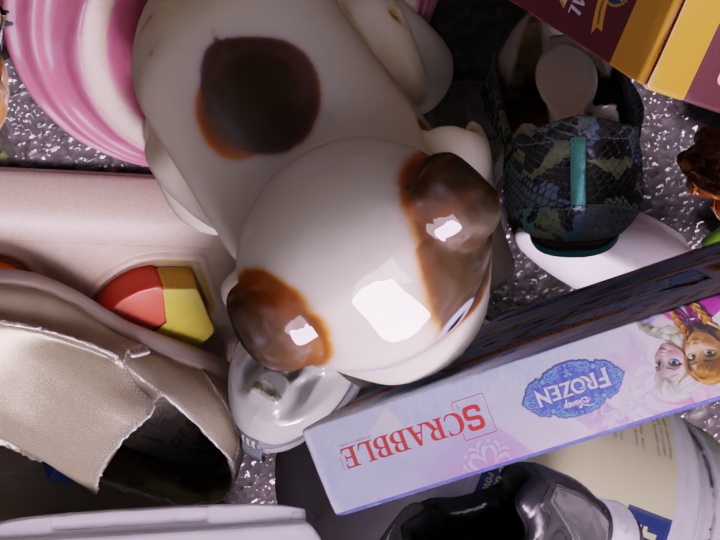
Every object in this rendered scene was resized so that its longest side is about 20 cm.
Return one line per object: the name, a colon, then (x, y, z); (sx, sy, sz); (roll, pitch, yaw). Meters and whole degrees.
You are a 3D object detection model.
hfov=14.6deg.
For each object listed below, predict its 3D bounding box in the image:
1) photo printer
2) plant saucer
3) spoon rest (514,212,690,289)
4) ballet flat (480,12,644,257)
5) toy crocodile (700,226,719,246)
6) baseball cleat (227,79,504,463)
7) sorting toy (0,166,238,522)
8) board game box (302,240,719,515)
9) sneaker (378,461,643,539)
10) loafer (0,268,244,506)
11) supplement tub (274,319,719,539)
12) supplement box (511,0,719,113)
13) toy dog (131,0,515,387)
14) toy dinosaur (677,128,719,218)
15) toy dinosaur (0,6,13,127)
photo printer: (-0.112, 0.158, 1.335); (0.166, 0.070, 0.200); (-2, 168, -12)
plant saucer: (-0.053, -0.119, 1.204); (0.200, 0.051, 0.201); (-11, 131, -13)
spoon rest: (0.165, 0.019, 1.338); (0.099, 0.200, 0.061); (62, 48, -72)
ballet flat: (0.089, -0.076, 1.195); (0.074, 0.200, 0.074); (-2, 115, -4)
toy crocodile: (0.240, 0.029, 1.448); (0.067, 0.062, 0.200); (-41, 126, 13)
baseball cleat: (0.000, 0.000, 1.299); (0.200, 0.070, 0.106); (-50, 171, -18)
sorting toy: (-0.145, 0.044, 1.309); (0.185, 0.036, 0.200); (2, 126, -24)
board game box: (0.107, 0.031, 1.150); (0.200, 0.041, 0.199); (-19, -177, 31)
sneaker: (0.024, 0.148, 1.253); (0.200, 0.067, 0.090); (-36, 131, 11)
loafer: (-0.126, 0.056, 1.258); (0.200, 0.068, 0.076); (16, 122, -35)
supplement tub: (0.074, 0.106, 1.377); (0.200, 0.145, 0.145); (22, 117, -34)
supplement box: (0.156, -0.145, 1.143); (0.200, 0.197, 0.133); (15, 106, -38)
toy dog: (-0.009, -0.039, 1.118); (0.139, 0.200, 0.194); (-27, 133, -1)
toy dinosaur: (0.206, -0.038, 1.299); (0.200, 0.136, 0.102); (-31, 124, -47)
toy dinosaur: (-0.182, -0.084, 1.121); (0.102, 0.136, 0.200); (-1, 127, -23)
